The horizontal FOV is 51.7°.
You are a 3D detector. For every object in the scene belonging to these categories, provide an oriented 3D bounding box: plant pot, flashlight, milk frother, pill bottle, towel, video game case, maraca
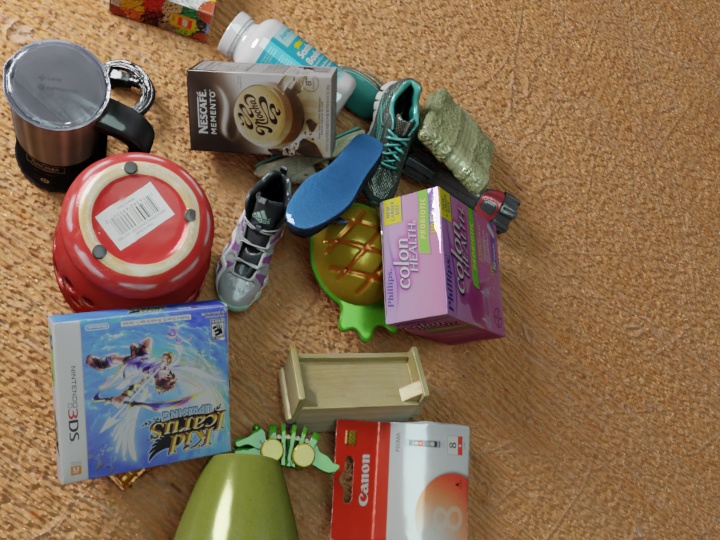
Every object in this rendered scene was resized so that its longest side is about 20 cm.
[{"bbox_3d":[-0.279,-0.032,0.930,0.198,0.182,0.203,6,74,-21],"label":"plant pot"},{"bbox_3d":[-0.147,0.329,0.884,0.185,0.187,0.202,10,61,-18],"label":"plant pot"},{"bbox_3d":[0.159,-0.133,1.198,0.198,0.068,0.068,30,57,-5],"label":"flashlight"},{"bbox_3d":[-0.350,-0.225,0.953,0.178,0.188,0.203,4,73,-21],"label":"milk frother"},{"bbox_3d":[-0.112,-0.296,1.111,0.199,0.111,0.111,35,65,-9],"label":"pill bottle"},{"bbox_3d":[0.154,-0.209,1.169,0.148,0.036,0.201,43,32,-12],"label":"towel"},{"bbox_3d":[-0.250,0.136,0.863,0.198,0.045,0.184,-5,101,-29],"label":"video game case"},{"bbox_3d":[0.000,0.000,1.069,0.135,0.107,0.202,-16,84,-15],"label":"maraca"}]

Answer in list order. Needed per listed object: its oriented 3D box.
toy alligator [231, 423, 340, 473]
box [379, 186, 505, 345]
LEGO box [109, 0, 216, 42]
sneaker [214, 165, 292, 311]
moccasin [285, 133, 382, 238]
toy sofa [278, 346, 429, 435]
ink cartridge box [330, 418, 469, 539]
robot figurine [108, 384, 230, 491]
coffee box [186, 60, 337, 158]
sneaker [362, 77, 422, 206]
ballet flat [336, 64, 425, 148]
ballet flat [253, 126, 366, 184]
[{"bbox_3d":[-0.121,0.225,0.974,0.197,0.059,0.055,10,71,-5],"label":"toy alligator"},{"bbox_3d":[0.121,0.001,1.067,0.199,0.096,0.178,22,61,-53],"label":"box"},{"bbox_3d":[-0.280,-0.466,1.115,0.147,0.077,0.203,13,70,-17],"label":"LEGO box"},{"bbox_3d":[-0.142,-0.053,1.007,0.077,0.140,0.202,18,67,-8],"label":"sneaker"},{"bbox_3d":[-0.028,-0.104,1.022,0.080,0.068,0.200,37,58,14],"label":"moccasin"},{"bbox_3d":[-0.012,0.166,1.037,0.197,0.098,0.084,1,50,-20],"label":"toy sofa"},{"bbox_3d":[0.060,0.288,1.016,0.198,0.050,0.165,11,75,-30],"label":"ink cartridge box"},{"bbox_3d":[-0.257,0.170,0.942,0.145,0.058,0.200,47,64,-7],"label":"robot figurine"},{"bbox_3d":[-0.134,-0.225,1.036,0.197,0.080,0.114,3,115,3],"label":"coffee box"},{"bbox_3d":[0.045,-0.197,1.103,0.077,0.091,0.203,13,82,-17],"label":"sneaker"},{"bbox_3d":[0.037,-0.269,1.197,0.199,0.071,0.066,35,38,-11],"label":"ballet flat"},{"bbox_3d":[-0.063,-0.161,1.117,0.198,0.067,0.063,-25,94,-25],"label":"ballet flat"}]
